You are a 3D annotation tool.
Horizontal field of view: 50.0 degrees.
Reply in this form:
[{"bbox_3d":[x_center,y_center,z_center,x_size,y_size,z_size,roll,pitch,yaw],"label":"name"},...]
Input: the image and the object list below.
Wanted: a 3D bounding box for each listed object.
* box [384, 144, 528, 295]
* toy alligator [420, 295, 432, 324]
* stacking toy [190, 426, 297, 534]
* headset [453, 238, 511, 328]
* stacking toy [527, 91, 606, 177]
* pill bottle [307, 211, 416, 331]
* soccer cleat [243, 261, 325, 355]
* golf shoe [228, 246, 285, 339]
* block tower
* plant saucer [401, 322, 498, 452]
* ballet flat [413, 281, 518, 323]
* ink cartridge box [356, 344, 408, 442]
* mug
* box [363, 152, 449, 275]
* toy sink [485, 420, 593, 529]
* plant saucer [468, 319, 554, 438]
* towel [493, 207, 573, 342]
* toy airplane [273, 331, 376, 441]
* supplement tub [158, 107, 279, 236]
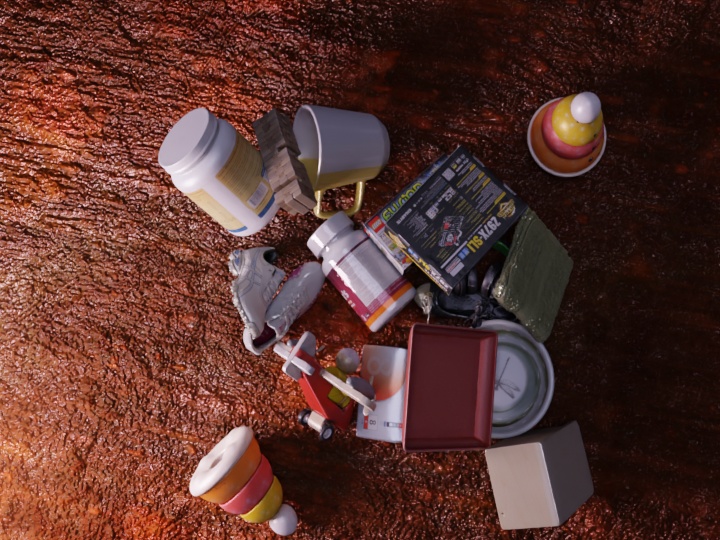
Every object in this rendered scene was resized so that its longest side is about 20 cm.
[{"bbox_3d":[0.160,-0.088,1.306,0.159,0.049,0.200,43,79,8],"label":"box"},{"bbox_3d":[0.121,0.148,1.331,0.053,0.059,0.205,12,82,-38],"label":"toy alligator"},{"bbox_3d":[-0.188,0.392,1.356,0.146,0.146,0.201,-42,100,-1],"label":"stacking toy"},{"bbox_3d":[0.211,0.009,1.342,0.120,0.095,0.203,9,53,7],"label":"headset"},{"bbox_3d":[0.371,-0.253,1.333,0.142,0.200,0.150,0,84,5],"label":"stacking toy"},{"bbox_3d":[0.000,0.000,1.380,0.109,0.110,0.201,-41,83,-1],"label":"pill bottle"},{"bbox_3d":[-0.131,0.073,1.390,0.070,0.086,0.200,42,92,-20],"label":"soccer cleat"},{"bbox_3d":[-0.178,0.027,1.366,0.095,0.079,0.202,-18,47,2],"label":"golf shoe"},{"bbox_3d":[-0.134,-0.191,1.351,0.053,0.058,0.203,-31,58,19],"label":"block tower"},{"bbox_3d":[0.144,0.195,1.286,0.197,0.036,0.205,8,85,-36],"label":"plant saucer"},{"bbox_3d":[0.192,0.057,1.387,0.195,0.057,0.068,10,84,5],"label":"ballet flat"},{"bbox_3d":[0.093,0.221,1.360,0.195,0.050,0.167,3,84,22],"label":"ink cartridge box"},{"bbox_3d":[-0.036,-0.209,1.399,0.150,0.188,0.152,-7,55,-24],"label":"mug"},{"bbox_3d":[0.111,-0.099,1.352,0.199,0.035,0.110,-42,79,-10],"label":"box"},{"bbox_3d":[0.303,0.342,1.310,0.110,0.198,0.134,-16,83,32],"label":"toy sink"},{"bbox_3d":[0.244,0.190,1.358,0.196,0.050,0.206,-3,83,22],"label":"plant saucer"},{"bbox_3d":[0.300,0.008,1.330,0.148,0.036,0.203,42,55,-25],"label":"towel"},{"bbox_3d":[-0.061,0.176,1.330,0.140,0.199,0.201,-38,85,-25],"label":"toy airplane"},{"bbox_3d":[-0.241,-0.171,1.356,0.143,0.200,0.147,-24,45,26],"label":"supplement tub"}]
